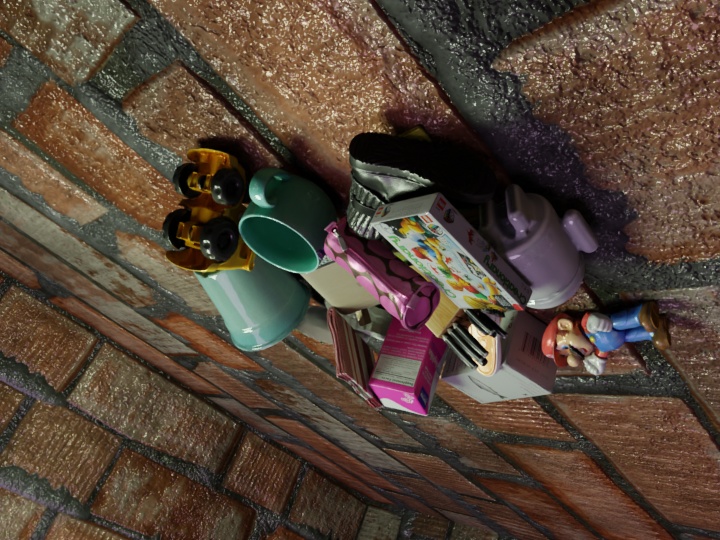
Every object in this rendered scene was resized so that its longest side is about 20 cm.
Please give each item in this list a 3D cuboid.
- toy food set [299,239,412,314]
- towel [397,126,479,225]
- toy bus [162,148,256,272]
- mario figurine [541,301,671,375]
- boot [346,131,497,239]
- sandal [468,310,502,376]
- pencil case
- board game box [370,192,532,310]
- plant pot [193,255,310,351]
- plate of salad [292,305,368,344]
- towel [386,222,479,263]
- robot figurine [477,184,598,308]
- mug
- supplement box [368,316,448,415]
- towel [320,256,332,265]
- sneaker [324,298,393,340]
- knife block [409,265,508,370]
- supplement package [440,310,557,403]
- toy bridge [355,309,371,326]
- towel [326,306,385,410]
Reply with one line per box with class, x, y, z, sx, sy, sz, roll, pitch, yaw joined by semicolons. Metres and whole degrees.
toy food set;0.000;0.000;1.040;0.197;0.061;0.144;-20;136;22
towel;0.115;-0.123;0.828;0.085;0.018;0.200;-16;131;44
toy bus;-0.231;-0.097;1.022;0.134;0.204;0.191;14;-176;36
mario figurine;0.384;0.120;0.920;0.198;0.105;0.125;-21;94;44
boot;0.077;-0.099;0.796;0.208;0.080;0.159;20;145;15
sandal;0.195;0.085;0.958;0.078;0.059;0.211;2;105;48
pencil case;0.028;0.000;0.865;0.199;0.091;0.094;40;172;28
board game box;0.119;-0.018;0.754;0.199;0.035;0.125;41;158;-24
plant pot;-0.236;0.027;1.196;0.197;0.202;0.197;2;138;36
plate of salad;-0.077;0.129;1.270;0.197;0.049;0.200;17;-167;-4
towel;0.129;-0.035;0.901;0.142;0.023;0.199;11;161;-31
robot figurine;0.235;-0.025;0.790;0.168;0.114;0.200;-23;129;33
mug;-0.110;-0.093;0.953;0.150;0.116;0.185;27;152;-4
supplement box;0.104;0.164;1.125;0.102;0.202;0.102;7;149;29
towel;-0.061;-0.022;1.120;0.197;0.035;0.194;14;150;19
sneaker;0.010;0.108;1.251;0.197;0.077;0.081;26;163;1
knife block;0.133;0.075;0.915;0.198;0.179;0.063;-12;159;39
supplement package;0.265;0.168;1.092;0.116;0.119;0.200;30;152;-15
toy bridge;0.068;0.051;1.109;0.198;0.027;0.068;-22;84;37
towel;-0.008;0.176;1.115;0.022;0.146;0.200;-22;142;13
